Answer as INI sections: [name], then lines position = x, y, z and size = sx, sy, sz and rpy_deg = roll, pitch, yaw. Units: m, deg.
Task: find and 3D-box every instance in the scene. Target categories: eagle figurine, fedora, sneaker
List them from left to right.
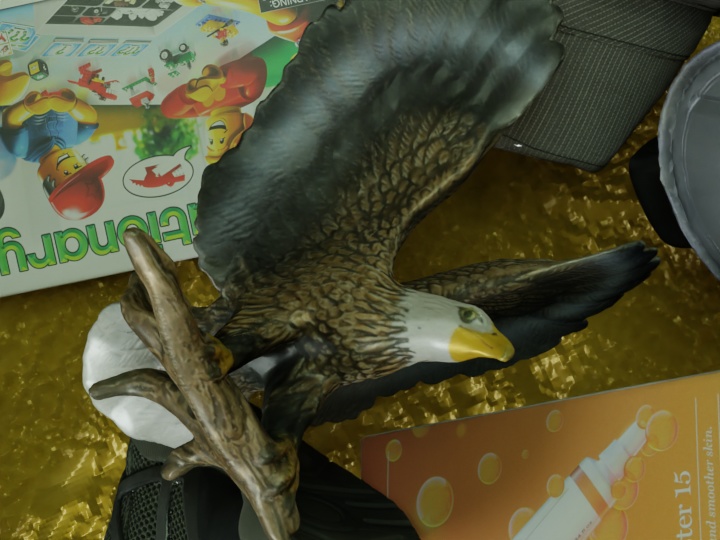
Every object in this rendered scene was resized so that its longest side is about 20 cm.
[sneaker]
position = -0.044, 0.125, 0.766
size = 0.076, 0.199, 0.115
rpy_deg = 12, 99, -35
[eagle figurine]
position = 0.006, 0.003, 0.716
size = 0.150, 0.152, 0.200
rpy_deg = 35, 53, 12
[fedora]
position = 0.067, -0.096, 0.817
size = 0.176, 0.200, 0.091
rpy_deg = 9, 104, -37

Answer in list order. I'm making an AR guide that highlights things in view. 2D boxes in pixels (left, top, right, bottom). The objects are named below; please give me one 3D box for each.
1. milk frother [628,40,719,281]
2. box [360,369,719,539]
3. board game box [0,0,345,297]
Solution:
[milk frother]
position = 0.226, -0.025, 0.760
size = 0.188, 0.181, 0.201
rpy_deg = -33, 83, -33
[box]
position = 0.102, 0.115, 0.738
size = 0.199, 0.097, 0.126
rpy_deg = -15, 68, 43
[board game box]
position = -0.096, -0.066, 0.856
size = 0.198, 0.035, 0.128
rpy_deg = -12, 94, 1
